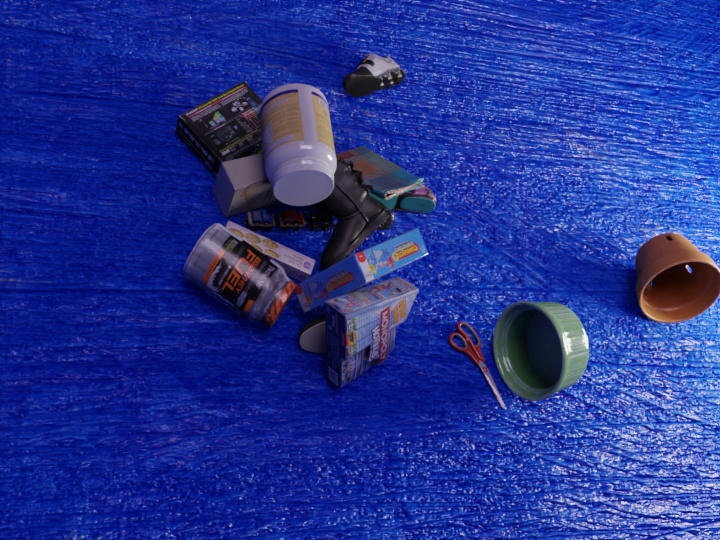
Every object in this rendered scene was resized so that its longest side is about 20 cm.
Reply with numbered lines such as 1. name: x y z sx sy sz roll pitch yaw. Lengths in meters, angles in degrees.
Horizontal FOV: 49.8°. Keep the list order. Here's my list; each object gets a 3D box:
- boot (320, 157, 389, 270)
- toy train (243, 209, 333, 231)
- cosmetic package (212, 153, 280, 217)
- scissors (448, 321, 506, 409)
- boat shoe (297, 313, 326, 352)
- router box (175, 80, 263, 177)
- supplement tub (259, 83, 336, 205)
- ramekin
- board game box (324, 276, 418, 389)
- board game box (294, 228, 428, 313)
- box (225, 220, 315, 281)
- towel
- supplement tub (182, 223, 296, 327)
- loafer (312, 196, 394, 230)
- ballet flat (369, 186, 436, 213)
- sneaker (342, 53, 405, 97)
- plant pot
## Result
1. boot: -0.050 -0.120 1.610 0.198 0.073 0.163 -44 100 -11
2. toy train: -0.148 -0.105 1.626 0.195 0.046 0.035 -1 60 -24
3. cosmetic package: -0.199 -0.188 1.619 0.197 0.104 0.074 -20 70 -31
4. scissors: 0.261 0.197 1.643 0.073 0.014 0.201 -30 75 -36
5. boat shoe: -0.038 0.104 1.540 0.198 0.075 0.063 -19 39 -24
6. router box: -0.278 -0.304 1.679 0.150 0.062 0.199 47 54 7
7. supplement tub: -0.123 -0.248 1.535 0.142 0.146 0.204 3 61 -22
8. ramekin: 0.376 0.160 1.608 0.096 0.200 0.204 -6 62 -34
9. board game box: 0.024 0.107 1.477 0.198 0.204 0.061 -30 45 -34
10. board game box: 0.000 0.000 1.509 0.194 0.198 0.057 -24 88 -44
11. box: -0.189 -0.037 1.571 0.196 0.039 0.042 25 55 -8
12. towel: 0.027 -0.221 1.727 0.198 0.022 0.145 34 39 31
13. supplement tub: -0.226 0.013 1.473 0.198 0.123 0.124 33 53 -1
14. loafer: -0.021 -0.140 1.686 0.196 0.070 0.070 18 96 -8
15. ballet flat: 0.080 -0.173 1.762 0.195 0.070 0.072 3 41 -25
16. sneaker: 0.016 -0.490 1.919 0.198 0.074 0.089 -21 70 -43
17. plant pot: 0.751 0.006 1.878 0.195 0.202 0.142 13 39 -15
